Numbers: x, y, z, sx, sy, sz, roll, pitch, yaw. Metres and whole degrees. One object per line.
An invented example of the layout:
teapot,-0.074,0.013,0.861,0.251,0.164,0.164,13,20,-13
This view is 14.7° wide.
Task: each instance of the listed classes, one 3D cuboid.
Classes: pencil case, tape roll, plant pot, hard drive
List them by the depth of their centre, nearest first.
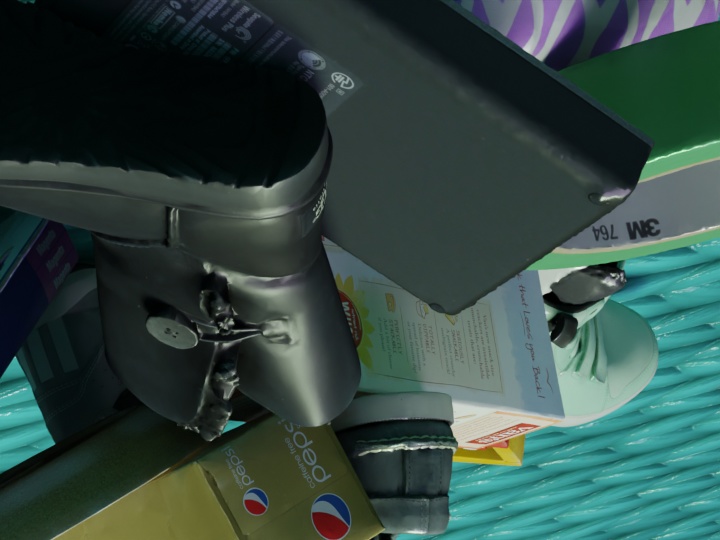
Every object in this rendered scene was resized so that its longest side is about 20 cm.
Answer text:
hard drive,-0.012,-0.065,0.997,0.199,0.033,0.139,34,149,-12
pencil case,0.053,-0.115,1.084,0.199,0.084,0.086,-3,118,-42
tape roll,0.137,-0.052,1.141,0.199,0.049,0.200,-13,168,-3
plant pot,-0.152,0.103,1.141,0.199,0.028,0.200,-30,-178,1

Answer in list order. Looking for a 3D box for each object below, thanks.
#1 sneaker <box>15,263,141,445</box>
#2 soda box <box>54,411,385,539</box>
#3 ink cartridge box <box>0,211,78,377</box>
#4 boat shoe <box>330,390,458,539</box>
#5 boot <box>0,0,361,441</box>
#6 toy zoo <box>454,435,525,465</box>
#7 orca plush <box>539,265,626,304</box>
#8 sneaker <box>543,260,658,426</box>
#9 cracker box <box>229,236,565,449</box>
sneaker,-0.092,0.066,1.309,0.075,0.116,0.200,-29,161,28
soda box,-0.079,0.115,1.164,0.068,0.064,0.200,-29,180,-37
ink cartridge box,-0.187,0.055,1.148,0.200,0.043,0.197,-34,-164,31
boat shoe,-0.018,0.105,1.197,0.072,0.062,0.200,0,162,-28
boot,-0.098,-0.013,1.031,0.199,0.077,0.169,12,144,10
toy zoo,0.015,0.078,1.485,0.130,0.021,0.200,5,169,12
orca plush,0.099,-0.057,1.320,0.105,0.071,0.200,27,136,0
sneaker,0.118,0.028,1.477,0.200,0.074,0.118,5,154,-45
cracker box,0.000,0.000,1.203,0.057,0.135,0.199,-22,159,36
